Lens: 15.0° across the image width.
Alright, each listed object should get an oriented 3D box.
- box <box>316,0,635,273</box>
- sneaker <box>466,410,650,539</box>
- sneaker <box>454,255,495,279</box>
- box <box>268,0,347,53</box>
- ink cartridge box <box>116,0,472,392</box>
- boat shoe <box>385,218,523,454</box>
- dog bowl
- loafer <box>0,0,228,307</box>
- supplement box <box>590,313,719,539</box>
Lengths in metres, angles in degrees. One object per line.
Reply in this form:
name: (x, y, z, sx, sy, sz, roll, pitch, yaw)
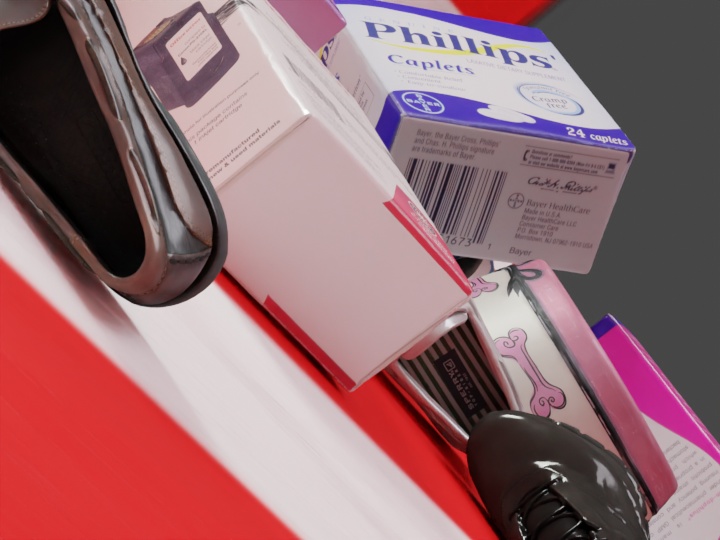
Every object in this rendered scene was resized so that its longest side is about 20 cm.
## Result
box: (0.064, -0.098, 1.919, 0.183, 0.105, 0.200, 8, 26, -24)
sneaker: (0.117, 0.146, 1.413, 0.200, 0.076, 0.091, 50, 13, 27)
sneaker: (0.052, -0.017, 1.996, 0.087, 0.075, 0.200, 63, 0, -36)
box: (-0.114, -0.220, 1.773, 0.176, 0.097, 0.200, 49, 7, -23)
ink cartridge box: (-0.044, -0.057, 1.353, 0.145, 0.084, 0.200, 47, 8, -37)
boat shoe: (0.034, 0.022, 1.482, 0.200, 0.074, 0.067, 50, -3, -20)
dog bowl: (0.124, 0.081, 1.686, 0.200, 0.074, 0.200, 59, 2, -3)
loafer: (-0.118, -0.074, 0.982, 0.200, 0.072, 0.063, 53, 12, 5)
supplement box: (0.206, 0.144, 1.939, 0.200, 0.101, 0.103, 53, 6, 16)
